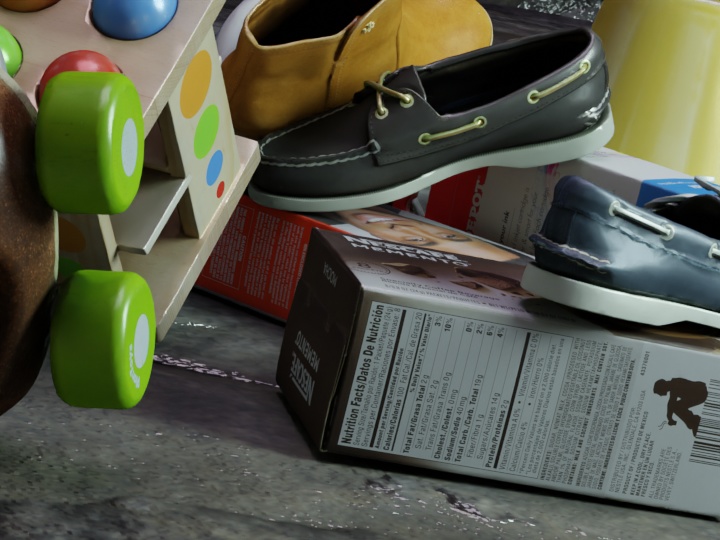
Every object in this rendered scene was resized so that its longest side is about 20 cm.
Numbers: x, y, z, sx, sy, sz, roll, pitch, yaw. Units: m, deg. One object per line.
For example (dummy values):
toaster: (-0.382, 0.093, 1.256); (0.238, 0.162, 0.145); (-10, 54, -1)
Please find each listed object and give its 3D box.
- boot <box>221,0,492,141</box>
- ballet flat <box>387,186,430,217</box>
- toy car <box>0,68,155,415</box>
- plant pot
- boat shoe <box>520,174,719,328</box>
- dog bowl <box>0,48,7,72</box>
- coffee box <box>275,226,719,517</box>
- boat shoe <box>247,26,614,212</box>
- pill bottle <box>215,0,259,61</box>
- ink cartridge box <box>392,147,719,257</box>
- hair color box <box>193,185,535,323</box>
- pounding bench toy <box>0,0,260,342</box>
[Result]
boot: (0.010, -0.129, 1.376); (0.200, 0.144, 0.071); (-28, 75, -26)
ballet flat: (0.018, -0.034, 1.539); (0.063, 0.068, 0.200); (-12, 18, -19)
toy car: (-0.179, 0.014, 0.930); (0.163, 0.159, 0.200); (2, 22, 10)
plant pot: (0.217, -0.099, 1.746); (0.199, 0.190, 0.201); (13, 12, -3)
boat shoe: (0.152, -0.010, 1.167); (0.199, 0.062, 0.075); (7, 13, -40)
dog bowl: (-0.246, -0.070, 1.126); (0.199, 0.201, 0.059); (16, -2, 15)
coffee box: (0.072, 0.046, 1.168); (0.199, 0.080, 0.113); (10, 12, -14)
boat shoe: (0.034, -0.082, 1.340); (0.200, 0.061, 0.072); (-13, 34, -8)
pill bottle: (-0.046, -0.101, 1.550); (0.113, 0.115, 0.200); (11, -9, -8)
ink cartridge box: (0.111, -0.011, 1.391); (0.199, 0.117, 0.067); (22, 16, 37)
hair color box: (0.000, 0.000, 1.359); (0.199, 0.062, 0.101); (21, 14, 32)
pounding bench toy: (-0.170, -0.083, 1.232); (0.199, 0.156, 0.125); (16, 56, 18)
